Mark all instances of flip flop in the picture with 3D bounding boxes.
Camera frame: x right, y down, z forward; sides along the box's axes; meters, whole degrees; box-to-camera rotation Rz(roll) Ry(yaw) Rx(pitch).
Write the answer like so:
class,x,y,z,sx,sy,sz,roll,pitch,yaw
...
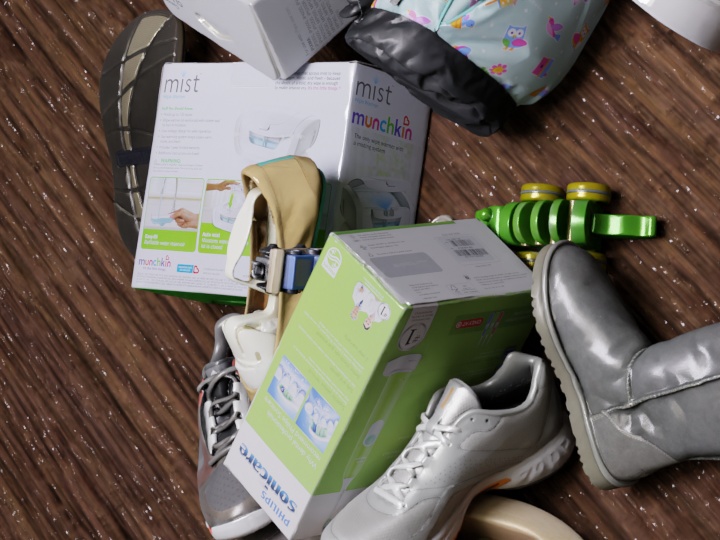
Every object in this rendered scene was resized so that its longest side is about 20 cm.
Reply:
class,x,y,z,sx,sy,sz,roll,pitch,yaw
flip flop,-0.157,-0.105,1.862,0.081,0.057,0.201,-2,95,36

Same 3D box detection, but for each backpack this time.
class,x,y,z,sx,sy,sz,roll,pitch,yaw
backpack,0.097,-0.201,1.602,0.126,0.167,0.200,34,90,31

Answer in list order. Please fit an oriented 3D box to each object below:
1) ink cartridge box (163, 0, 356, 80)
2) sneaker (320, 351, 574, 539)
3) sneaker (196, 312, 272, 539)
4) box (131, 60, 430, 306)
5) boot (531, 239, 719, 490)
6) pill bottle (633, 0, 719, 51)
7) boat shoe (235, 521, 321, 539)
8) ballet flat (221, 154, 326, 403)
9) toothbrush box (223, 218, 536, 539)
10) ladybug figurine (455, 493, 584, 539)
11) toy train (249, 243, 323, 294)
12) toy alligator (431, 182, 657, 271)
class,x,y,z,sx,sy,sz,roll,pitch,yaw
ink cartridge box,-0.041,-0.251,1.704,0.200,0.084,0.145,-43,50,-15
sneaker,0.050,0.120,1.536,0.076,0.200,0.092,33,148,43
sneaker,-0.095,0.108,1.686,0.077,0.082,0.200,-22,34,14
box,-0.061,-0.062,1.736,0.199,0.097,0.177,3,83,41
boot,0.215,0.044,1.484,0.200,0.072,0.183,-22,87,43
pill bottle,0.251,-0.245,1.489,0.200,0.114,0.114,-54,52,18
boat shoe,-0.050,0.194,1.682,0.074,0.073,0.200,-29,33,2
ballet flat,-0.067,0.019,1.623,0.069,0.063,0.201,20,107,58
toothbrush box,0.017,0.072,1.578,0.086,0.145,0.201,44,124,33
ladybug figurine,0.078,0.218,1.556,0.199,0.072,0.136,17,62,33
toy train,0.000,0.000,1.602,0.046,0.200,0.034,13,99,39
toy alligator,0.109,-0.030,1.608,0.199,0.054,0.060,0,81,41
